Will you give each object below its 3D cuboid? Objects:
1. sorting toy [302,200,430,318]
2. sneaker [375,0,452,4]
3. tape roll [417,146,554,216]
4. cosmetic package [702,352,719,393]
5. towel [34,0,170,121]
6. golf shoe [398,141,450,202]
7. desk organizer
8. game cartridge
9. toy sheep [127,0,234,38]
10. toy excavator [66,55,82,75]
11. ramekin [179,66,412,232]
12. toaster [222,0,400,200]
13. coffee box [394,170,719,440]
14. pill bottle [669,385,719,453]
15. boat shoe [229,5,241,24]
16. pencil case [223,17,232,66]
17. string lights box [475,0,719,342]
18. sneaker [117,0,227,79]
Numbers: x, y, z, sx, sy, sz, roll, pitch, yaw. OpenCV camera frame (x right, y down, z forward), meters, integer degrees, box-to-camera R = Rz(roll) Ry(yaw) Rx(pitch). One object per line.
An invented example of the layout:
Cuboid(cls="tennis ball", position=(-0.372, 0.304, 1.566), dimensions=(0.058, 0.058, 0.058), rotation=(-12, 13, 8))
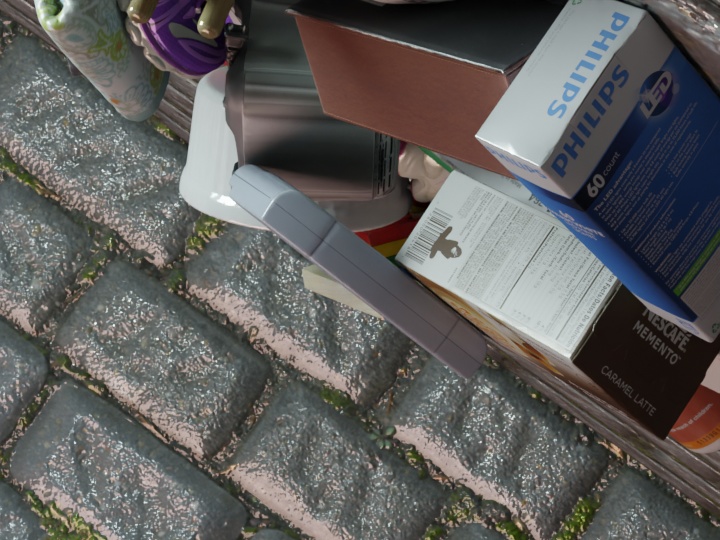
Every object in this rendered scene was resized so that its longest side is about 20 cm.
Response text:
Cuboid(cls="sorting toy", position=(0.066, -0.030, 1.648), dimensions=(0.200, 0.197, 0.070), rotation=(-162, 58, -68))
Cuboid(cls="sneaker", position=(-0.008, -0.207, 1.049), dimensions=(0.080, 0.077, 0.200), rotation=(24, 177, 32))
Cuboid(cls="tape roll", position=(0.096, -0.084, 1.260), dimensions=(0.200, 0.048, 0.200), rotation=(35, 175, 4))
Cuboid(cls="cosmetic package", position=(0.255, 0.030, 1.371), dimensions=(0.107, 0.085, 0.200), rotation=(41, 174, -31))
Cuboid(cls="towel", position=(-0.182, -0.230, 1.364), dimensions=(0.048, 0.202, 0.171), rotation=(-4, 162, 16))
Cuboid(cls="golf shoe", position=(0.084, -0.086, 1.538), dimensions=(0.091, 0.076, 0.200), rotation=(16, 180, 12))
Cuboid(cls="desk organizer", position=(0.050, -0.121, 1.131), dimensions=(0.199, 0.071, 0.078), rotation=(24, 140, 47))
Cuboid(cls="game cartridge", position=(0.000, 0.000, 1.348), dimensions=(0.199, 0.041, 0.133), rotation=(38, -177, -22))
Cuboid(cls="toy sheep", position=(-0.104, -0.227, 1.116), dimensions=(0.137, 0.138, 0.200), rotation=(33, 164, 24))
Cuboid(cls="toy excavator", position=(-0.227, -0.264, 1.663), dimensions=(0.200, 0.099, 0.197), rotation=(-119, 18, -78))
Cuboid(cls="ramekin", position=(-0.051, -0.108, 1.585), dimensions=(0.198, 0.099, 0.201), rotation=(4, -160, -2))
Cuboid(cls="toaster", position=(-0.032, -0.129, 1.394), dimensions=(0.128, 0.115, 0.201), rotation=(3, 151, 1))
Cuboid(cls="coffee box", position=(0.129, 0.020, 1.255), dimensions=(0.114, 0.080, 0.200), rotation=(37, 176, -39))
Cuboid(cls="pill bottle", position=(0.235, 0.051, 1.550), dimensions=(0.199, 0.113, 0.112), rotation=(36, 175, -13))
Cuboid(cls="boat shoe", position=(-0.070, -0.210, 1.423), dimensions=(0.200, 0.069, 0.056), rotation=(42, 171, -39))
Cuboid(cls="pencil case", position=(-0.108, -0.213, 1.593), dimensions=(0.088, 0.089, 0.199), rotation=(39, 173, -41))
Cuboid(cls="string lights box", position=(0.162, -0.055, 1.063), dimensions=(0.059, 0.103, 0.200), rotation=(30, 172, 48))
Cuboid(cls="sneaker", position=(-0.125, -0.219, 1.309), dimensions=(0.083, 0.081, 0.201), rotation=(7, 133, 27))
